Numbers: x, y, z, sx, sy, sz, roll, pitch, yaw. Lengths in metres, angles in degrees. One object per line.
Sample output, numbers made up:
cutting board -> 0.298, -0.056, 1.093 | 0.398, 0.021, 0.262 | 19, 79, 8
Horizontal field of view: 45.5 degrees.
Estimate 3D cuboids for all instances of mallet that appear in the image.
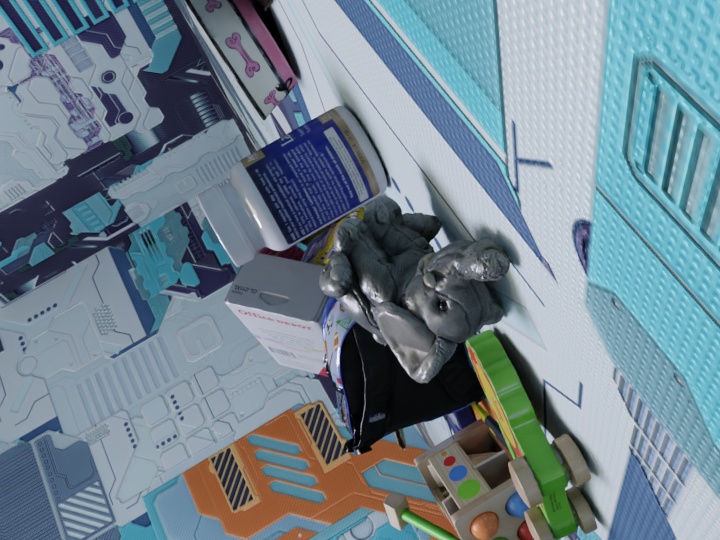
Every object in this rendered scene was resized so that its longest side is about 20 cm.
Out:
mallet -> 0.169, 0.201, 1.148 | 0.200, 0.041, 0.066 | 50, 168, 43

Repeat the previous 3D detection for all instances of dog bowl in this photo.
dog bowl -> -0.161, -0.314, 1.195 | 0.201, 0.074, 0.200 | 57, 180, -1

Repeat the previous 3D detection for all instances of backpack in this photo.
backpack -> 0.042, 0.091, 1.033 | 0.154, 0.199, 0.191 | -127, 21, -48

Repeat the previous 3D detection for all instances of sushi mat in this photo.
sushi mat -> 0.042, 0.166, 1.217 | 0.200, 0.012, 0.096 | -94, -11, -72

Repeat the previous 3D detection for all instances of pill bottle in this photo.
pill bottle -> -0.079, -0.094, 0.989 | 0.116, 0.199, 0.116 | 59, 174, 9

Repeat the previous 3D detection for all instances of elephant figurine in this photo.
elephant figurine -> 0.063, 0.028, 0.768 | 0.155, 0.142, 0.200 | 24, -174, -45

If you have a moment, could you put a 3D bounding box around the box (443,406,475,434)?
box -> 0.152, 0.222, 1.436 | 0.121, 0.032, 0.201 | 57, 172, 40

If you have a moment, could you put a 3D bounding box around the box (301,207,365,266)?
box -> -0.023, -0.018, 1.145 | 0.064, 0.070, 0.200 | 28, 160, -14

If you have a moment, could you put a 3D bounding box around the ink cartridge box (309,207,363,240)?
ink cartridge box -> 0.000, 0.000, 1.329 | 0.201, 0.094, 0.037 | 63, 178, -31

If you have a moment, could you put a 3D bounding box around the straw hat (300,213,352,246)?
straw hat -> -0.039, -0.095, 1.192 | 0.200, 0.086, 0.201 | 16, 162, 5

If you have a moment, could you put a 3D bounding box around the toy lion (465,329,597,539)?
toy lion -> 0.163, 0.163, 0.878 | 0.200, 0.068, 0.192 | 66, 180, -49

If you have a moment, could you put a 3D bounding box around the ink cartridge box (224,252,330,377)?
ink cartridge box -> -0.073, 0.067, 1.173 | 0.145, 0.083, 0.200 | 11, 154, 25

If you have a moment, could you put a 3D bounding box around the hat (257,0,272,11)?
hat -> -0.181, -0.386, 1.034 | 0.201, 0.081, 0.201 | 60, 174, 10

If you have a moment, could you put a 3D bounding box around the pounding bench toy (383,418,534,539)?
pounding bench toy -> 0.145, 0.334, 1.186 | 0.125, 0.199, 0.156 | 63, 175, -30

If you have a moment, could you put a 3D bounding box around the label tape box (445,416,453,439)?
label tape box -> 0.072, 0.129, 1.213 | 0.144, 0.063, 0.201 | 67, -170, -56

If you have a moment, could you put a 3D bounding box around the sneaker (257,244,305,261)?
sneaker -> -0.111, -0.005, 1.275 | 0.087, 0.074, 0.200 | 23, 164, 48
